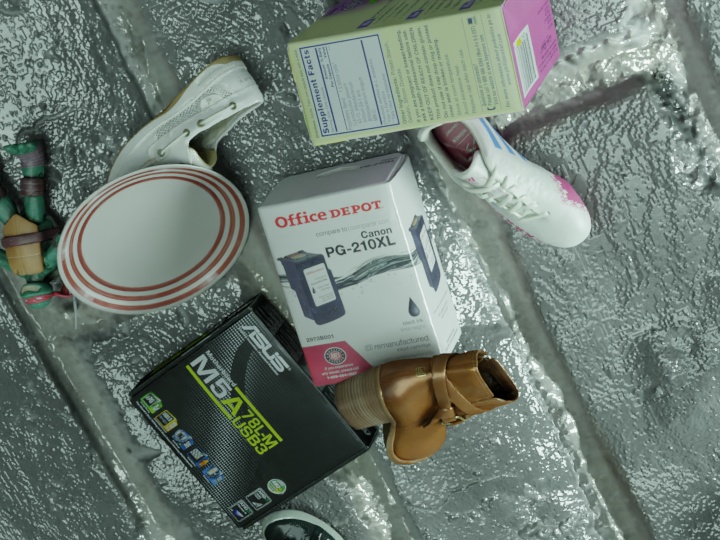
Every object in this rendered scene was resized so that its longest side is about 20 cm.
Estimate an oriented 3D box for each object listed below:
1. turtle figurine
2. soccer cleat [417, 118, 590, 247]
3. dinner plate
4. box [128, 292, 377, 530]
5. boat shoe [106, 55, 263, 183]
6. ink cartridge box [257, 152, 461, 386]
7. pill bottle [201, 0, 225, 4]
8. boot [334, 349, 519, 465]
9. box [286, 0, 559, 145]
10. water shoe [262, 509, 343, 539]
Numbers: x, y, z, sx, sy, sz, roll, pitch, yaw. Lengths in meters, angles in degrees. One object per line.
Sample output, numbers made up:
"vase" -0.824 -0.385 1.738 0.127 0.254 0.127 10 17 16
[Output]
"turtle figurine" -0.355 -0.030 1.806 0.149 0.101 0.200 -12 93 6
"soccer cleat" 0.131 -0.083 1.639 0.200 0.086 0.070 40 118 -3
"dinner plate" -0.210 -0.035 1.745 0.200 0.024 0.200 -15 139 -14
"box" -0.116 0.153 1.841 0.193 0.048 0.200 -34 100 29
"boat shoe" -0.174 -0.125 1.716 0.200 0.071 0.069 -43 77 27
"ink cartridge box" 0.000 0.000 1.716 0.145 0.084 0.200 -11 109 20
"pill bottle" -0.094 -0.344 1.582 0.200 0.111 0.111 -35 99 26
"boot" 0.084 0.128 1.701 0.155 0.077 0.200 -16 148 23
"box" 0.061 -0.197 1.561 0.200 0.176 0.097 -7 110 19
"water shoe" -0.035 0.345 1.879 0.071 0.079 0.200 -40 97 27
